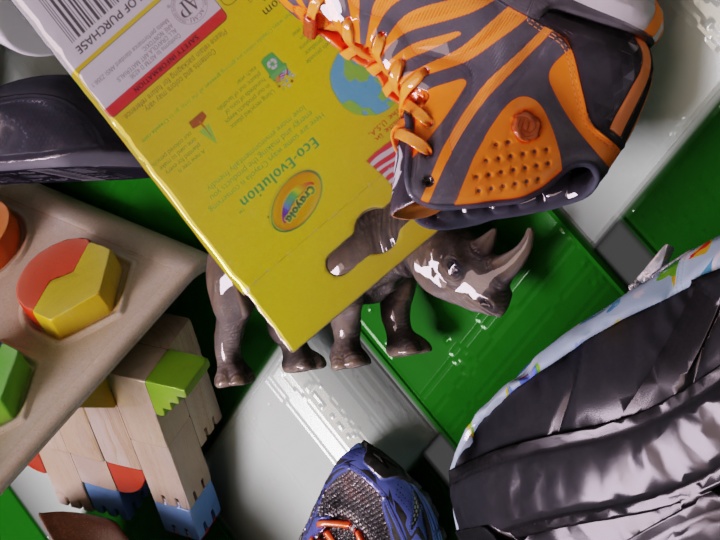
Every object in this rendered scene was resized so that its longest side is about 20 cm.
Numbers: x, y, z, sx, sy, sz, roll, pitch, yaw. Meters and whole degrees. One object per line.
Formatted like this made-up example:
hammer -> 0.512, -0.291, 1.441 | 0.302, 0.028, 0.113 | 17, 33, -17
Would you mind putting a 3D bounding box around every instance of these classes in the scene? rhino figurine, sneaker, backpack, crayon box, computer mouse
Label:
rhino figurine -> 0.000, 0.000, 0.752 | 0.199, 0.059, 0.088 | -12, 89, 42
sneaker -> 0.012, -0.082, 0.621 | 0.198, 0.078, 0.113 | 19, 86, 5
backpack -> 0.130, 0.079, 0.620 | 0.199, 0.154, 0.164 | -33, 86, 24
crayon box -> -0.042, -0.080, 0.695 | 0.127, 0.051, 0.201 | -38, 84, 6
sneaker -> -0.015, 0.173, 0.828 | 0.075, 0.078, 0.201 | 36, 129, 26
computer mouse -> -0.192, -0.075, 0.848 | 0.198, 0.138, 0.053 | -2, 87, 11

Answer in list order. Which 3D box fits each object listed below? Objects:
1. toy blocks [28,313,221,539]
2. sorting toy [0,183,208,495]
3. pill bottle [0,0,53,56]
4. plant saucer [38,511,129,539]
toy blocks -> -0.155, 0.082, 0.915 | 0.198, 0.100, 0.138 | 10, 134, 26
sorting toy -> -0.204, 0.024, 0.857 | 0.184, 0.200, 0.037 | 21, 144, 36
pill bottle -> -0.222, -0.189, 0.837 | 0.199, 0.119, 0.121 | 30, 126, 31
plant saucer -> -0.115, 0.213, 0.919 | 0.201, 0.036, 0.201 | 52, 167, 18
